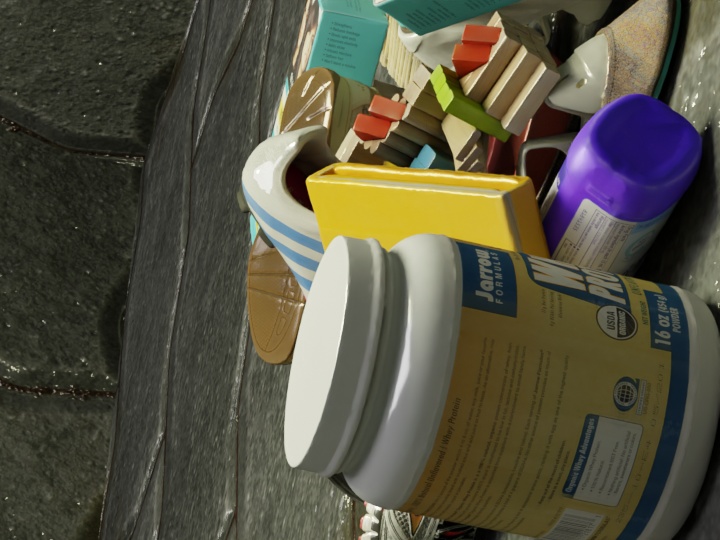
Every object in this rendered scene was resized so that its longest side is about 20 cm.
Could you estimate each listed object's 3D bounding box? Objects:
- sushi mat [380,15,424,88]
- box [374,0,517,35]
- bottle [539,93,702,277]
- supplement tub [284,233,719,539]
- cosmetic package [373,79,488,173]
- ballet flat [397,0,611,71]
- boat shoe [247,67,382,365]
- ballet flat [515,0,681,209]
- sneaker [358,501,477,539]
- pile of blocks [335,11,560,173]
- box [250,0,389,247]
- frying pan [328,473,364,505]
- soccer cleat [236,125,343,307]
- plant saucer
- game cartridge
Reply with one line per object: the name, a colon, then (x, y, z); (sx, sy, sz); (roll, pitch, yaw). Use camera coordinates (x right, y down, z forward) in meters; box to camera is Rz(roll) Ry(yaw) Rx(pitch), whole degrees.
sushi mat: (0.042, -0.167, 1.724); (0.096, 0.012, 0.200); (52, 165, 16)
box: (0.102, -0.215, 1.500); (0.200, 0.049, 0.082); (-16, 59, 37)
bottle: (0.127, -0.010, 1.391); (0.084, 0.065, 0.200); (-42, -16, -41)
supplement tub: (0.072, 0.062, 1.266); (0.145, 0.200, 0.145); (-168, 90, -79)
cosmetic package: (0.035, -0.036, 1.673); (0.200, 0.090, 0.107); (-94, 23, -62)
ballet flat: (0.117, -0.179, 1.572); (0.200, 0.069, 0.069); (-22, 46, 30)
boat shoe: (-0.024, -0.032, 1.630); (0.073, 0.063, 0.200); (9, 86, 51)
ballet flat: (0.133, -0.081, 1.461); (0.068, 0.067, 0.200); (-109, 33, -69)
sneaker: (0.051, 0.146, 1.589); (0.082, 0.078, 0.200); (21, 119, 45)
pile of blocks: (0.038, -0.085, 1.491); (0.200, 0.062, 0.082); (-42, 32, 42)
box: (-0.031, -0.102, 1.718); (0.082, 0.049, 0.200); (-100, 24, -63)
frying pan: (0.032, 0.158, 1.746); (0.115, 0.190, 0.031); (-6, 35, 36)
soccer cleat: (0.000, 0.000, 1.507); (0.070, 0.200, 0.086); (-38, 2, -38)
plant saucer: (0.100, -0.070, 1.697); (0.200, 0.037, 0.200); (-120, 44, -73)
game cartridge: (0.056, 0.037, 1.417); (0.176, 0.032, 0.200); (8, 121, 50)
